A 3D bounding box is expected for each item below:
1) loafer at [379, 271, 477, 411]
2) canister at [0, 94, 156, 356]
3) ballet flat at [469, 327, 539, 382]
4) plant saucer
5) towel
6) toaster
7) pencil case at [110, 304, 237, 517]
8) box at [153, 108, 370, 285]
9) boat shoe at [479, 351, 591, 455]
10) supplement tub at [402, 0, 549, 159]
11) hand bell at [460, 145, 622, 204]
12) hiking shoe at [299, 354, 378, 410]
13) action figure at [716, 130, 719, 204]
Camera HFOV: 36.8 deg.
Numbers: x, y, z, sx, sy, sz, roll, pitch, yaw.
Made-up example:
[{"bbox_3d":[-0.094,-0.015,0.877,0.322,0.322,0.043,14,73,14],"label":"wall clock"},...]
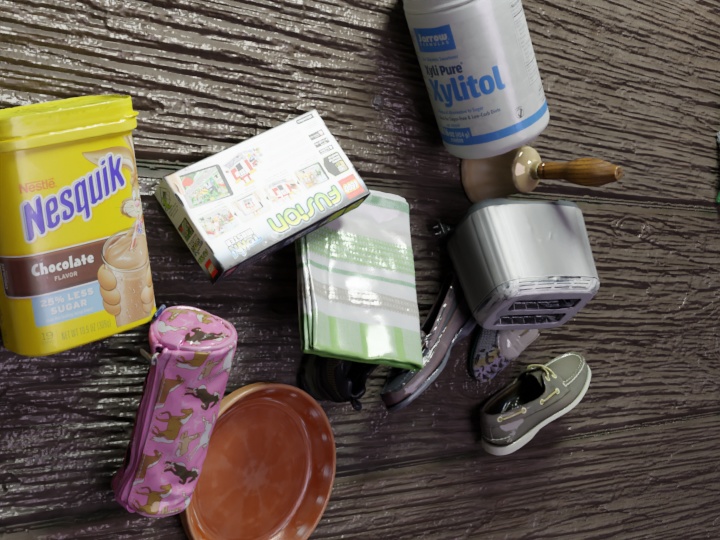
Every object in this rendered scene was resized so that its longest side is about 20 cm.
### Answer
[{"bbox_3d":[0.077,0.081,1.285,0.063,0.072,0.200,52,55,-12],"label":"loafer"},{"bbox_3d":[-0.257,-0.042,0.942,0.147,0.086,0.203,-18,110,-40],"label":"canister"},{"bbox_3d":[0.206,0.054,1.387,0.072,0.072,0.202,40,70,-38],"label":"ballet flat"},{"bbox_3d":[-0.110,0.218,1.150,0.198,0.032,0.203,-8,102,-40],"label":"plant saucer"},{"bbox_3d":[0.000,0.000,1.137,0.147,0.031,0.203,10,60,-29],"label":"towel"},{"bbox_3d":[0.192,-0.007,1.294,0.197,0.114,0.131,1,58,-28],"label":"toaster"},{"bbox_3d":[-0.175,0.133,1.004,0.085,0.083,0.202,10,116,-15],"label":"pencil case"},{"bbox_3d":[-0.094,-0.078,1.082,0.199,0.035,0.111,-29,82,-35],"label":"box"},{"bbox_3d":[0.232,0.162,1.425,0.201,0.072,0.061,-34,123,-29],"label":"boat shoe"},{"bbox_3d":[0.132,-0.243,1.234,0.132,0.131,0.202,-37,119,-32],"label":"supplement tub"},{"bbox_3d":[0.227,-0.118,1.291,0.103,0.199,0.106,-8,102,-41],"label":"hand bell"},{"bbox_3d":[0.010,0.054,1.187,0.075,0.100,0.203,25,80,-43],"label":"hiking shoe"},{"bbox_3d":[0.605,-0.200,1.721,0.117,0.054,0.203,9,97,-44],"label":"action figure"}]
